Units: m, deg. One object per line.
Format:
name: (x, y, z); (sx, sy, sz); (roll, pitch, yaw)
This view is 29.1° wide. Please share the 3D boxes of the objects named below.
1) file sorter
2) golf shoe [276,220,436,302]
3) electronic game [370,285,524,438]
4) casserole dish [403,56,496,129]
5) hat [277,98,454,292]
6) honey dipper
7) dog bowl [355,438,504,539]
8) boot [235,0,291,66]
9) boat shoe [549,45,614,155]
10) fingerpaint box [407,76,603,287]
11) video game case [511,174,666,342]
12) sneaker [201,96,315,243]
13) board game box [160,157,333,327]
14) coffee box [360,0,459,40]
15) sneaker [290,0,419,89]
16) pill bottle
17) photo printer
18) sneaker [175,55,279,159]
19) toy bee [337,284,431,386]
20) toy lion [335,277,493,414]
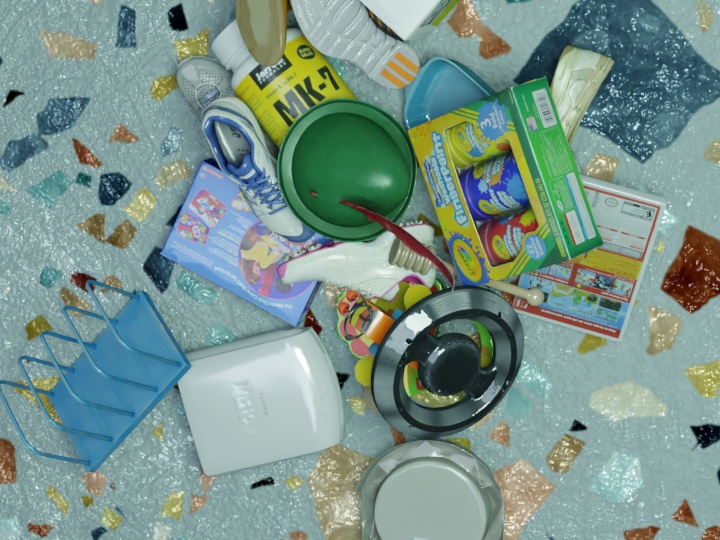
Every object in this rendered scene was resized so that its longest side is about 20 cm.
file sorter: (-0.344, 0.130, 1.760); (0.200, 0.122, 0.139); (-47, 55, 14)
golf shoe: (0.000, 0.000, 1.686); (0.199, 0.075, 0.092); (-13, 90, -4)
electronic game: (0.103, 0.109, 1.627); (0.199, 0.042, 0.201); (-12, 121, -21)
casserole dish: (0.134, -0.170, 1.657); (0.200, 0.039, 0.121); (47, 132, 22)
hat: (0.021, -0.101, 1.558); (0.199, 0.176, 0.167); (23, 90, -19)
honey dipper: (0.131, 0.004, 1.667); (0.199, 0.038, 0.038); (17, 102, -14)
dog bowl: (0.091, 0.306, 1.767); (0.199, 0.059, 0.202); (2, 99, 11)
boot: (-0.083, -0.327, 1.639); (0.071, 0.144, 0.203); (-22, 75, 34)
boat shoe: (0.245, -0.164, 1.658); (0.063, 0.073, 0.202); (17, 97, 11)
fingerpaint box: (0.162, -0.096, 1.579); (0.166, 0.073, 0.201); (-17, 93, 46)
video game case: (0.271, -0.017, 1.667); (0.142, 0.017, 0.201); (16, 123, 8)
sneaker: (-0.127, -0.110, 1.646); (0.075, 0.088, 0.200); (-35, 99, 16)
board game box: (-0.136, -0.036, 1.760); (0.199, 0.045, 0.135); (28, 102, 5)
coffee box: (0.055, -0.402, 1.588); (0.200, 0.200, 0.198); (42, 103, 1)
sneaker: (-0.020, -0.296, 1.644); (0.078, 0.112, 0.200); (-43, 128, 12)
pill bottle: (-0.084, -0.220, 1.687); (0.114, 0.114, 0.200); (-39, 91, 14)
photo printer: (-0.124, 0.166, 1.778); (0.199, 0.069, 0.168); (-13, 96, 12)
sneaker: (-0.156, -0.186, 1.721); (0.075, 0.082, 0.200); (-42, 90, 14)
toy bee: (0.030, 0.061, 1.649); (0.131, 0.109, 0.200); (-39, 133, -12)
toy lion: (0.070, 0.077, 1.738); (0.199, 0.069, 0.193); (-6, 90, 11)
